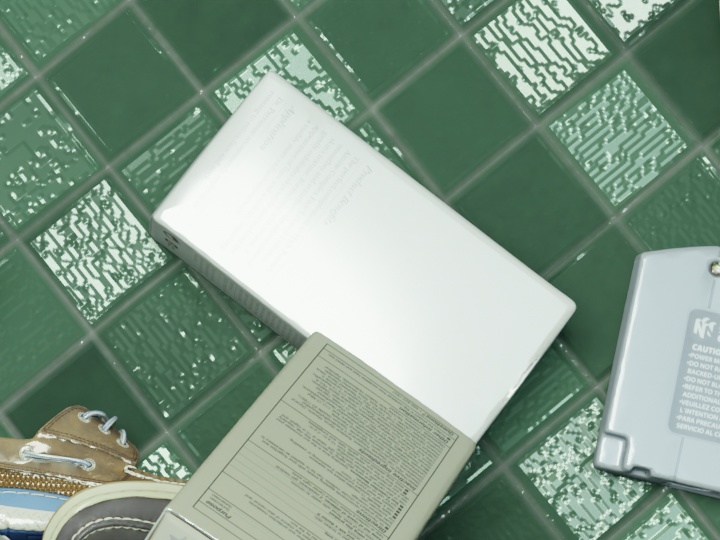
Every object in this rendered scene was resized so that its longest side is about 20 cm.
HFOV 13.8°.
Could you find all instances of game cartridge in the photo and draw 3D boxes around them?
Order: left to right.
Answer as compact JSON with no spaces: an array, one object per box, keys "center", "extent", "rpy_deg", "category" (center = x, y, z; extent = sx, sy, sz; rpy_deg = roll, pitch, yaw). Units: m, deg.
[{"center":[0.229,0.060,1.536],"extent":[0.199,0.040,0.134],"rpy_deg":[14,84,-1],"category":"game cartridge"}]

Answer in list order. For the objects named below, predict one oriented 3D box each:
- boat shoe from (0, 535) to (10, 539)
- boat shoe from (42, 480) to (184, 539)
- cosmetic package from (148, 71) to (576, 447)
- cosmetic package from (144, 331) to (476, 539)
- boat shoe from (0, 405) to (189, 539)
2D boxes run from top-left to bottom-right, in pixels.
[{"center":[-0.179,0.162,1.441],"extent":[0.072,0.200,0.069],"rpy_deg":[-46,47,3],"category":"boat shoe"},{"center":[-0.061,0.162,1.444],"extent":[0.200,0.065,0.072],"rpy_deg":[28,106,-30],"category":"boat shoe"},{"center":[0.000,0.000,1.514],"extent":[0.200,0.074,0.102],"rpy_deg":[39,81,1],"category":"cosmetic package"},{"center":[-0.029,0.119,1.396],"extent":[0.103,0.200,0.073],"rpy_deg":[35,120,4],"category":"cosmetic package"},{"center":[-0.144,0.106,1.487],"extent":[0.199,0.072,0.073],"rpy_deg":[4,66,-12],"category":"boat shoe"}]
